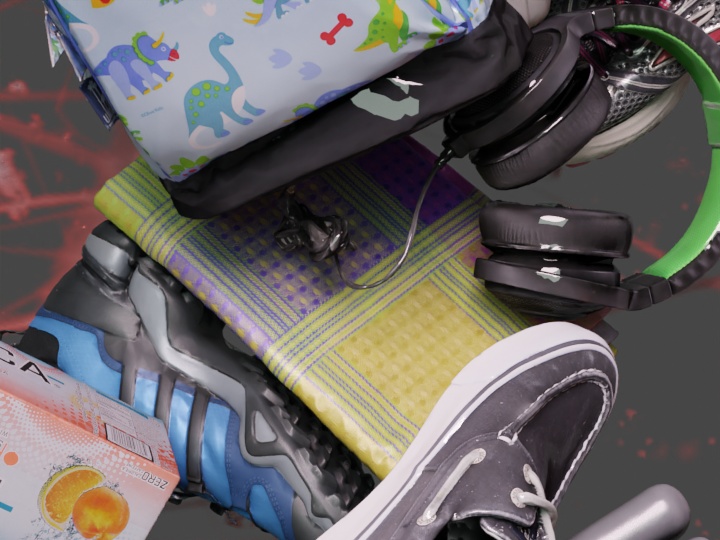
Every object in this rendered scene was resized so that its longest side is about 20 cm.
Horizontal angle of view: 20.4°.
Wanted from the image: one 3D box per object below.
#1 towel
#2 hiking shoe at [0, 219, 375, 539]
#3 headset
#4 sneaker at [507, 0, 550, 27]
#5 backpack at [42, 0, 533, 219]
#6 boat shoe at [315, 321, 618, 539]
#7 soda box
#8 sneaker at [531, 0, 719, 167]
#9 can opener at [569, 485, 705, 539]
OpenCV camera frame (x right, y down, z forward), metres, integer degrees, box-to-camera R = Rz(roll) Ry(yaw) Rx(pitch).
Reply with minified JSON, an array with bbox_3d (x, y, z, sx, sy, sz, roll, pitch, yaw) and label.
[{"bbox_3d":[0.000,0.000,0.848,0.200,0.023,0.143,41,53,16],"label":"towel"},{"bbox_3d":[-0.067,0.072,0.849,0.087,0.074,0.200,-46,66,9],"label":"hiking shoe"},{"bbox_3d":[0.066,-0.038,0.824,0.199,0.094,0.124,-17,101,-21],"label":"headset"},{"bbox_3d":[0.094,-0.195,0.884,0.115,0.074,0.201,-6,62,0],"label":"sneaker"},{"bbox_3d":[-0.052,-0.128,0.731,0.162,0.154,0.201,-22,101,18],"label":"backpack"},{"bbox_3d":[0.043,0.096,0.749,0.200,0.072,0.068,-39,34,-28],"label":"boat shoe"},{"bbox_3d":[-0.171,0.054,0.761,0.199,0.064,0.069,29,99,-19],"label":"soda box"},{"bbox_3d":[0.131,-0.123,0.869,0.200,0.075,0.081,-37,72,-3],"label":"sneaker"},{"bbox_3d":[0.054,0.154,0.795,0.199,0.067,0.053,-30,72,-8],"label":"can opener"}]
